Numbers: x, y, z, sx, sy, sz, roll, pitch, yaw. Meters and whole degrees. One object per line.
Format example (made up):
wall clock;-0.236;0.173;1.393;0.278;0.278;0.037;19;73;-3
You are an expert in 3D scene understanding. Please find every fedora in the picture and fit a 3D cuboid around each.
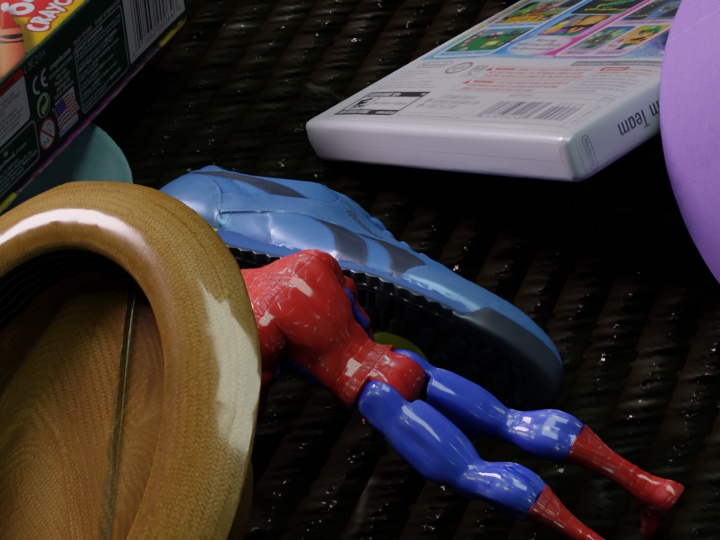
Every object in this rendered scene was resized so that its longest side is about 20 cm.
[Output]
fedora;-0.095;0.072;0.728;0.199;0.082;0.202;-13;65;29

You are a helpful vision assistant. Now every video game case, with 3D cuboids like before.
video game case;0.097;-0.091;0.892;0.181;0.024;0.199;-31;20;-25

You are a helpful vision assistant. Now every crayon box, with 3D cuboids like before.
crayon box;-0.198;-0.101;0.924;0.171;0.059;0.200;9;35;20

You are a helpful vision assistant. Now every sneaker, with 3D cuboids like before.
sneaker;0.000;0.000;0.836;0.199;0.066;0.078;19;44;25

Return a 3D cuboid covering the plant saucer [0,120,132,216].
plant saucer;-0.193;-0.010;0.877;0.199;0.039;0.202;-3;34;2

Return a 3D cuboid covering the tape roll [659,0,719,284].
tape roll;0.216;-0.058;0.790;0.198;0.066;0.202;5;75;-20

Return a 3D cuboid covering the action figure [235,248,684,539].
action figure;0.012;0.064;0.775;0.199;0.099;0.065;35;49;8
